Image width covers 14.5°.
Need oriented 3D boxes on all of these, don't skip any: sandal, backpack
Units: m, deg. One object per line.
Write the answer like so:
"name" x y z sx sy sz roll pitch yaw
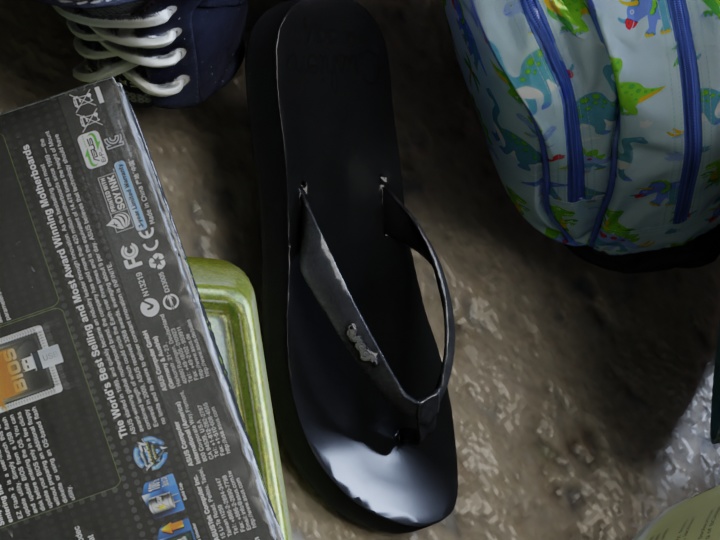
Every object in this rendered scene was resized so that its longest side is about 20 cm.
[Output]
"sandal" -0.001 0.000 1.025 0.076 0.043 0.201 -17 97 -42
"backpack" 0.093 -0.099 1.074 0.153 0.200 0.164 -9 74 -16

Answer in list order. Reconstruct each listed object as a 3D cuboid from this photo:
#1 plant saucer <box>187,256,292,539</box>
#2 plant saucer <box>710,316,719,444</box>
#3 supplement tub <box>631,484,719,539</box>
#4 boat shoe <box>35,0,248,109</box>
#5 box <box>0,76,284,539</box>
"plant saucer" -0.096 0.074 0.936 0.199 0.048 0.201 5 65 -37
"plant saucer" 0.164 -0.030 1.105 0.027 0.200 0.201 8 58 4
"supplement tub" 0.176 0.135 1.018 0.145 0.200 0.145 17 59 -31
"boat shoe" -0.074 -0.093 0.965 0.074 0.093 0.200 16 20 14
"box" -0.129 0.066 0.846 0.193 0.048 0.200 -20 79 -2
